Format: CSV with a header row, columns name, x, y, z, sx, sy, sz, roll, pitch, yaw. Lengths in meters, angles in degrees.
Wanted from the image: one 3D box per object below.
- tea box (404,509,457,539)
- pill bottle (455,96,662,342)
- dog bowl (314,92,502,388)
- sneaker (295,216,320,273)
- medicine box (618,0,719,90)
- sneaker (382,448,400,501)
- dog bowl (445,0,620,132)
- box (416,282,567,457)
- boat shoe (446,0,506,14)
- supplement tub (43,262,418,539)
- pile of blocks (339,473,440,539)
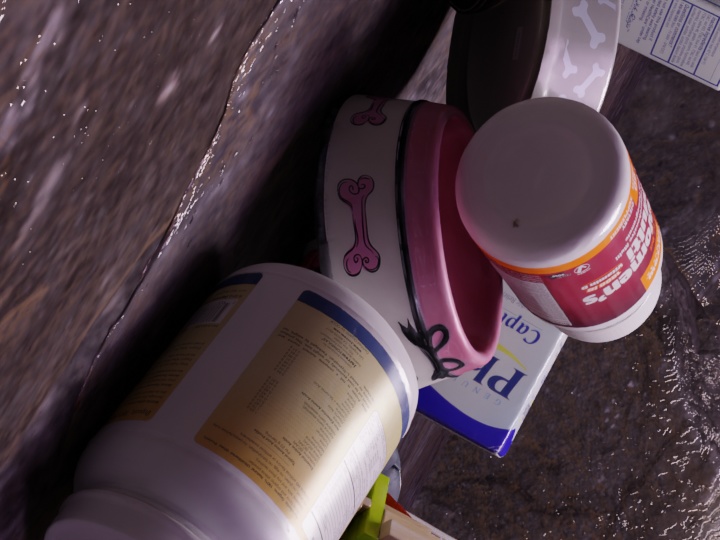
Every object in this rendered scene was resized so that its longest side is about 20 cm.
name,x,y,z,sx,sy,sz,roll,pitch,yaw
tea box,-0.016,0.331,1.480,0.198,0.199,0.134,-62,169,3
pill bottle,0.138,-0.024,0.947,0.110,0.109,0.200,-60,153,-7
dog bowl,0.038,-0.019,0.932,0.200,0.073,0.202,-7,90,-71
sneaker,0.000,0.000,1.057,0.200,0.080,0.075,89,17,-75
medicine box,0.355,-0.327,1.598,0.183,0.199,0.103,-54,167,-35
sneaker,-0.017,0.109,0.981,0.078,0.079,0.201,-33,120,-12
dog bowl,0.119,-0.159,1.008,0.200,0.058,0.202,-174,-90,-75
box,0.101,0.046,1.364,0.201,0.183,0.105,-62,171,-3
boat shoe,0.072,-0.215,0.908,0.065,0.074,0.200,-32,169,-15
supplement tub,-0.070,0.108,0.810,0.200,0.144,0.145,-53,167,-38
pile of blocks,-0.040,0.143,0.927,0.082,0.198,0.063,107,-4,-50
